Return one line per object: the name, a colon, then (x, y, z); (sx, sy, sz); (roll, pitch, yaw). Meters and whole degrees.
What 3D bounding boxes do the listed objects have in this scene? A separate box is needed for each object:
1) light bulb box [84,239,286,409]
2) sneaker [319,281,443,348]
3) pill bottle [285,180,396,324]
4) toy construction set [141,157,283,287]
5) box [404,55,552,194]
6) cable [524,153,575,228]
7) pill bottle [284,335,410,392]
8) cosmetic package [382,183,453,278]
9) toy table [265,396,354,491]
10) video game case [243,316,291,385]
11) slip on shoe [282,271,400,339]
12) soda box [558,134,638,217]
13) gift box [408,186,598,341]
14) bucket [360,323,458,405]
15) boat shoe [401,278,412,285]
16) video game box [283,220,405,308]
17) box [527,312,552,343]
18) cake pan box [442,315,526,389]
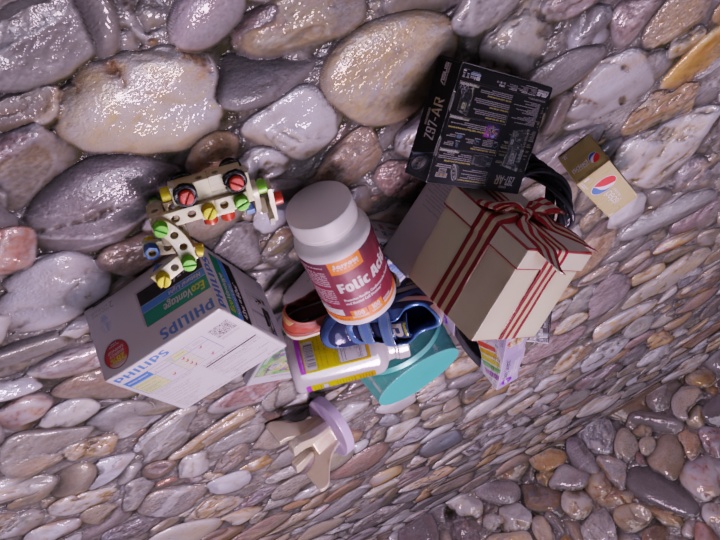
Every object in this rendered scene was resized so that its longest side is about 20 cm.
light bulb box: (-0.249, 0.085, 1.240); (0.198, 0.125, 0.200); (-32, 151, 9)
sneaker: (0.034, 0.076, 1.300); (0.200, 0.082, 0.074); (-20, 122, 2)
pill bottle: (-0.028, -0.024, 1.229); (0.114, 0.114, 0.200); (-27, 134, -2)
toy construction set: (-0.185, -0.069, 1.078); (0.200, 0.092, 0.131); (-26, 128, -20)
box: (0.165, -0.192, 1.166); (0.200, 0.044, 0.160); (0, 112, -43)
cable: (0.250, -0.080, 1.357); (0.051, 0.163, 0.200); (-7, 132, -54)
pill bottle: (-0.022, 0.134, 1.450); (0.200, 0.104, 0.104); (-14, 151, -2)
cosmetic package: (0.134, -0.081, 1.319); (0.101, 0.071, 0.200); (10, 120, -47)
toy table: (-0.098, 0.356, 1.799); (0.117, 0.184, 0.200); (-37, 147, -20)
video game case: (-0.101, 0.138, 1.572); (0.182, 0.022, 0.200); (-6, 145, -36)
slip on shoe: (-0.031, 0.049, 1.348); (0.200, 0.074, 0.061); (-20, 148, -3)
soda box: (0.418, -0.161, 1.500); (0.068, 0.064, 0.200); (-38, 150, 17)
gift box: (0.218, -0.012, 1.246); (0.184, 0.200, 0.187); (-4, 128, -48)
bucket: (0.073, 0.145, 1.594); (0.207, 0.135, 0.207); (-30, 157, -14)
boat shoe: (0.120, -0.001, 1.496); (0.200, 0.072, 0.065); (-32, 147, -1)
video game box: (0.000, 0.000, 1.411); (0.182, 0.047, 0.200); (7, 136, -44)
box: (0.349, 0.034, 1.666); (0.050, 0.158, 0.200); (5, 157, 15)
cake pan box: (0.203, 0.085, 1.453); (0.052, 0.184, 0.200); (-27, 151, -14)
